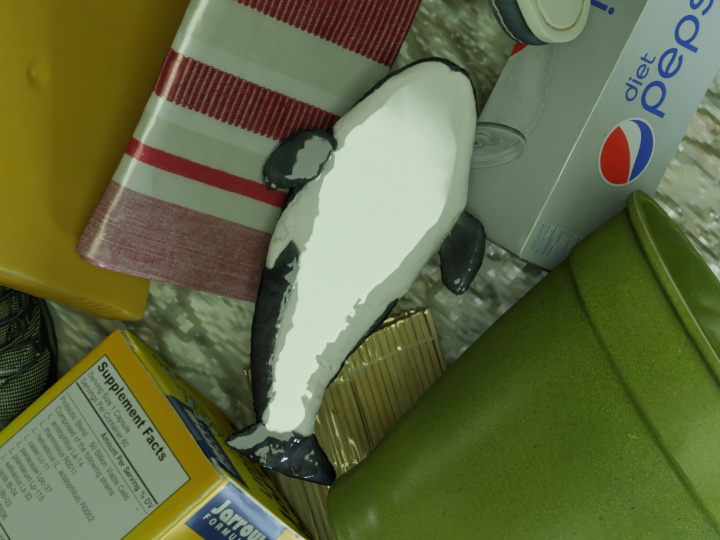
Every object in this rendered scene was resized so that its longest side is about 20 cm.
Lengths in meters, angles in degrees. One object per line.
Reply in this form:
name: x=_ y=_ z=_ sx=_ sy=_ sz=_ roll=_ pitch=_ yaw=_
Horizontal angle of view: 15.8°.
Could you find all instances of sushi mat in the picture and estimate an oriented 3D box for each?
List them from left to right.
sushi mat: x=0.016 y=0.125 z=1.256 sx=0.096 sy=0.012 sz=0.200 roll=-17 pitch=101 yaw=-4

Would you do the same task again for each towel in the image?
towel: x=-0.043 y=-0.084 z=1.162 sx=0.023 sy=0.144 sz=0.200 roll=28 pitch=97 yaw=33

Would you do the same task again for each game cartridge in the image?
game cartridge: x=-0.150 y=-0.084 z=1.114 sx=0.032 sy=0.200 sz=0.176 roll=1 pitch=77 yaw=33

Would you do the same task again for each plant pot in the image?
plant pot: x=0.096 y=0.100 z=1.141 sx=0.193 sy=0.200 sz=0.200 roll=-33 pitch=101 yaw=11

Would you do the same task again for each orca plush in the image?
orca plush: x=0.000 y=0.000 z=1.194 sx=0.105 sy=0.071 sz=0.200 roll=10 pitch=87 yaw=-3

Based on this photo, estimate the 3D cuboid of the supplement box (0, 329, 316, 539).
supplement box: x=-0.133 y=0.145 z=1.179 sx=0.200 sy=0.109 sz=0.110 roll=-41 pitch=140 yaw=3

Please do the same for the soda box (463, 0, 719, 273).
soda box: x=0.116 y=-0.097 z=1.190 sx=0.063 sy=0.068 sz=0.200 roll=20 pitch=100 yaw=-42

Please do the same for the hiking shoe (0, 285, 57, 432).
hiking shoe: x=-0.183 y=0.003 z=1.173 sx=0.076 sy=0.101 sz=0.200 roll=-10 pitch=100 yaw=-1

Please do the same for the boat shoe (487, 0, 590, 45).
boat shoe: x=0.047 y=-0.191 z=1.164 sx=0.062 sy=0.075 sz=0.200 roll=-20 pitch=89 yaw=34
